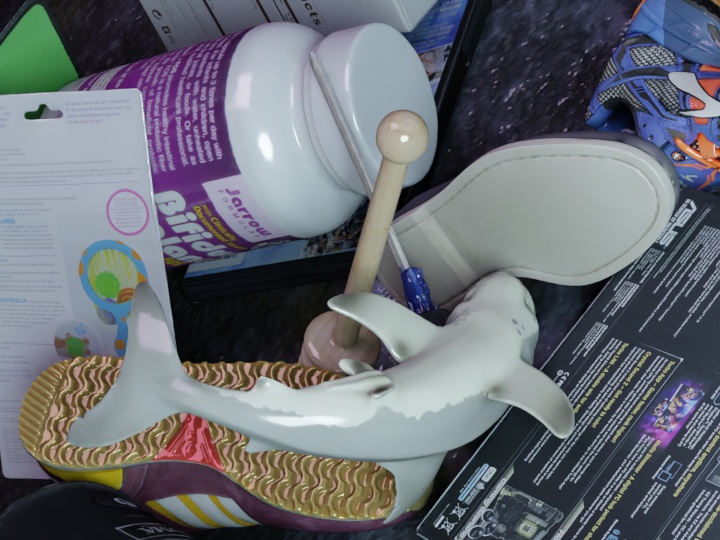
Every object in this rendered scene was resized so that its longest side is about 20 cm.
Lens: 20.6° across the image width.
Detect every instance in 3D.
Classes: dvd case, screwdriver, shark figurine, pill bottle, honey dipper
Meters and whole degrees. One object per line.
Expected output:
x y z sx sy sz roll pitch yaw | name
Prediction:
-0.011 -0.072 1.101 0.142 0.018 0.201 -9 46 34 | dvd case
0.018 -0.016 0.923 0.029 0.028 0.201 -21 77 13 | screwdriver
-0.002 0.067 0.820 0.213 0.090 0.128 -8 38 -27 | shark figurine
-0.064 -0.065 1.030 0.199 0.112 0.113 -12 45 33 | pill bottle
0.000 0.000 0.887 0.038 0.201 0.038 5 52 -7 | honey dipper

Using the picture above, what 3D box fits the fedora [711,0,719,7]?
0.218 -0.211 0.941 0.199 0.082 0.202 -10 71 29 | fedora

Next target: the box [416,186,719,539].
0.139 0.068 0.807 0.200 0.044 0.160 -51 38 -14 | box

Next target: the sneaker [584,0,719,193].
0.172 -0.062 0.902 0.079 0.075 0.200 -50 29 0 | sneaker

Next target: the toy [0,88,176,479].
-0.139 0.007 1.005 0.114 0.202 0.047 0 12 23 | toy

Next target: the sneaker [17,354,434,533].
-0.058 0.088 0.938 0.198 0.090 0.075 10 67 14 | sneaker

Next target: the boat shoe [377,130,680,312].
0.080 -0.032 0.910 0.063 0.073 0.200 -42 12 -34 | boat shoe

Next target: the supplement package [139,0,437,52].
-0.039 -0.214 1.168 0.199 0.120 0.121 0 39 41 | supplement package

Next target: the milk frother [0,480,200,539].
-0.106 0.211 0.818 0.187 0.180 0.202 16 104 48 | milk frother

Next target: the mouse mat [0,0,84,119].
-0.189 -0.033 1.077 0.007 0.200 0.161 24 66 23 | mouse mat
